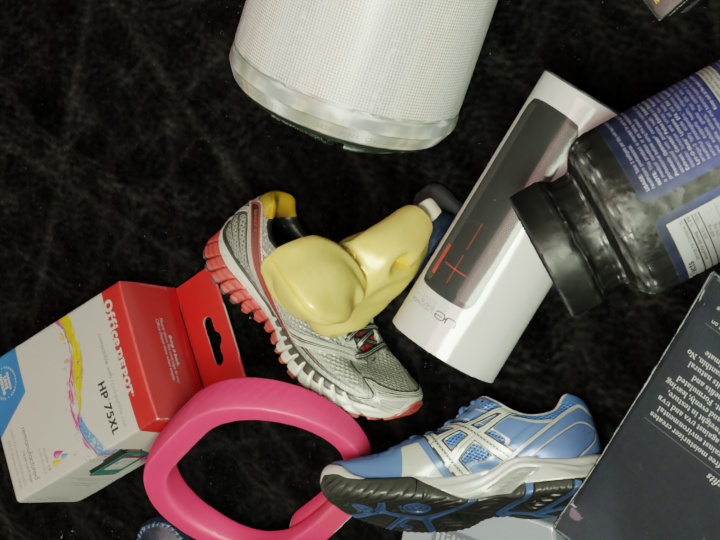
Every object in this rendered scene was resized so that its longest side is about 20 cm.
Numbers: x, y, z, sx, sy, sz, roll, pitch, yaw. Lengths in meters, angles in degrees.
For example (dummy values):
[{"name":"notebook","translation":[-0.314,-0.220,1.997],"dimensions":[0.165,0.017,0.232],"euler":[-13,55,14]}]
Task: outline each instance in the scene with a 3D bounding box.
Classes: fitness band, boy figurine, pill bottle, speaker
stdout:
[{"name":"fitness band","translation":[-0.075,0.144,1.571],"dimensions":[0.144,0.037,0.200],"euler":[30,140,-12]},{"name":"boy figurine","translation":[0.000,0.000,1.459],"dimensions":[0.064,0.200,0.124],"euler":[51,123,12]},{"name":"pill bottle","translation":[0.199,-0.055,1.341],"dimensions":[0.200,0.112,0.112],"euler":[-28,85,3]},{"name":"speaker","translation":[0.104,-0.027,1.432],"dimensions":[0.081,0.081,0.200],"euler":[35,99,20]}]

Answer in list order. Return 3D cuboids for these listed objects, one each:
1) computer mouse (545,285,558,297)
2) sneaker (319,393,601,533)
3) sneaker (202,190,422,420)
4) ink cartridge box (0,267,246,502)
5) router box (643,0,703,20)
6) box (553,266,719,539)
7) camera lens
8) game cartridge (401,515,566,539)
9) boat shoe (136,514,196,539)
[{"name":"computer mouse","translation":[0.166,-0.023,1.461],"dimensions":[0.200,0.034,0.059],"euler":[-19,70,27]},{"name":"sneaker","translation":[0.071,0.133,1.499],"dimensions":[0.200,0.076,0.077],"euler":[-5,65,6]},{"name":"sneaker","translation":[-0.027,0.026,1.550],"dimensions":[0.200,0.078,0.082],"euler":[47,117,13]},{"name":"ink cartridge box","translation":[-0.186,0.085,1.643],"dimensions":[0.200,0.067,0.116],"euler":[-32,67,31]},{"name":"router box","translation":[0.220,-0.280,1.359],"dimensions":[0.200,0.052,0.157],"euler":[-42,78,29]},{"name":"box","translation":[0.247,0.093,1.336],"dimensions":[0.123,0.200,0.198],"euler":[38,117,17]},{"name":"camera lens","translation":[0.011,-0.189,1.435],"dimensions":[0.160,0.160,0.200],"euler":[27,112,22]},{"name":"game cartridge","translation":[0.084,0.252,1.559],"dimensions":[0.133,0.040,0.200],"euler":[21,110,28]},{"name":"boat shoe","translation":[-0.121,0.282,1.661],"dimensions":[0.084,0.069,0.200],"euler":[-29,85,31]}]
